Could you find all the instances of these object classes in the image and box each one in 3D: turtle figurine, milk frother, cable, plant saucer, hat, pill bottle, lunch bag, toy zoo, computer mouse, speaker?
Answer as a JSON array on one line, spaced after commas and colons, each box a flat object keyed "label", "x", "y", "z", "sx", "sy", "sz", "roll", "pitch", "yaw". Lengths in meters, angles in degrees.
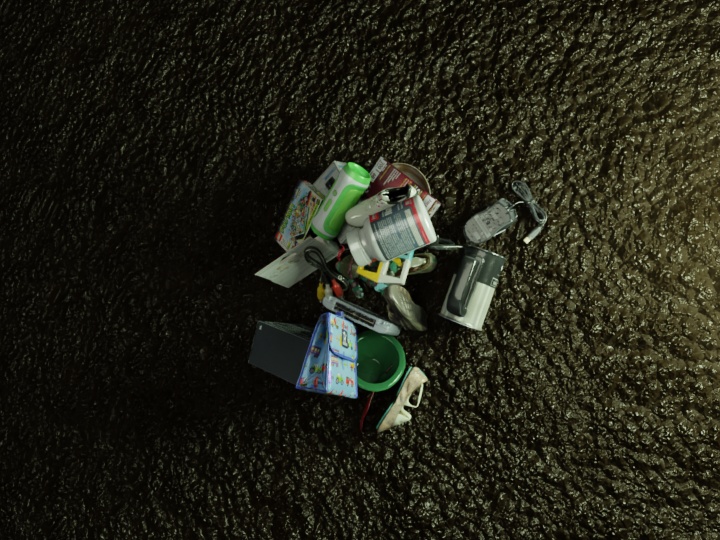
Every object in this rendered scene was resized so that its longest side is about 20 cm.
[{"label": "turtle figurine", "x": 0.000, "y": 0.000, "z": 1.465, "sx": 0.198, "sy": 0.100, "sz": 0.153, "roll": 13, "pitch": 94, "yaw": 41}, {"label": "milk frother", "x": 0.230, "y": 0.022, "z": 1.366, "sx": 0.198, "sy": 0.179, "sz": 0.191, "roll": 21, "pitch": 92, "yaw": 44}, {"label": "cable", "x": -0.091, "y": 0.016, "z": 1.495, "sx": 0.095, "sy": 0.202, "sz": 0.051, "roll": -8, "pitch": 47, "yaw": 10}, {"label": "plant saucer", "x": 0.100, "y": -0.191, "z": 1.502, "sx": 0.197, "sy": 0.032, "sz": 0.204, "roll": -2, "pitch": 84, "yaw": 21}, {"label": "hat", "x": 0.019, "y": 0.288, "z": 1.495, "sx": 0.165, "sy": 0.177, "sz": 0.200, "roll": 37, "pitch": 58, "yaw": 17}, {"label": "pill bottle", "x": 0.072, "y": -0.088, "z": 1.321, "sx": 0.197, "sy": 0.119, "sz": 0.121, "roll": -23, "pitch": 77, "yaw": 12}, {"label": "lunch bag", "x": -0.067, "y": 0.201, "z": 1.346, "sx": 0.093, "sy": 0.150, "sz": 0.204, "roll": 0, "pitch": 74, "yaw": 30}, {"label": "toy zoo", "x": 0.069, "y": -0.044, "z": 1.386, "sx": 0.129, "sy": 0.020, "sz": 0.203, "roll": 13, "pitch": 77, "yaw": 25}, {"label": "computer mouse", "x": 0.367, "y": -0.114, "z": 1.382, "sx": 0.199, "sy": 0.046, "sz": 0.141, "roll": -40, "pitch": 76, "yaw": 9}, {"label": "speaker", "x": -0.053, "y": -0.180, "z": 1.438, "sx": 0.088, "sy": 0.088, "sz": 0.201, "roll": 44, "pitch": 117, "yaw": 20}]

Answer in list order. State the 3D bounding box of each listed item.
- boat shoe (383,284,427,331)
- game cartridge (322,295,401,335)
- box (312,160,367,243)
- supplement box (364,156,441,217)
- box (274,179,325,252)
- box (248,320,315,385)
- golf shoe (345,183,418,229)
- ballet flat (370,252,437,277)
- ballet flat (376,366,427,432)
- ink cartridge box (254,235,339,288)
[{"label": "boat shoe", "x": 0.102, "y": 0.106, "z": 1.387, "sx": 0.072, "sy": 0.200, "sz": 0.075, "roll": -18, "pitch": 50, "yaw": 24}, {"label": "game cartridge", "x": 0.007, "y": 0.121, "z": 1.454, "sx": 0.198, "sy": 0.133, "sz": 0.041, "roll": 23, "pitch": 94, "yaw": 23}, {"label": "box", "x": -0.045, "y": -0.189, "z": 1.525, "sx": 0.116, "sy": 0.060, "sz": 0.202, "roll": -39, "pitch": 68, "yaw": 33}, {"label": "supplement box", "x": 0.103, "y": -0.197, "z": 1.453, "sx": 0.199, "sy": 0.061, "sz": 0.109, "roll": 40, "pitch": 100, "yaw": 19}, {"label": "box", "x": -0.170, "y": -0.144, "z": 1.569, "sx": 0.110, "sy": 0.034, "sz": 0.202, "roll": 42, "pitch": 118, "yaw": 29}, {"label": "box", "x": -0.155, "y": 0.221, "z": 1.461, "sx": 0.198, "sy": 0.197, "sz": 0.125, "roll": 15, "pitch": 90, "yaw": 34}, {"label": "golf shoe", "x": 0.048, "y": -0.169, "z": 1.376, "sx": 0.197, "sy": 0.092, "sz": 0.074, "roll": -18, "pitch": 60, "yaw": 11}, {"label": "ballet flat", "x": 0.106, "y": -0.015, "z": 1.465, "sx": 0.197, "sy": 0.062, "sz": 0.069, "roll": -14, "pitch": 80, "yaw": 21}, {"label": "ballet flat", "x": 0.112, "y": 0.350, "z": 1.428, "sx": 0.067, "sy": 0.068, "sz": 0.202, "roll": 30, "pitch": 98, "yaw": 14}, {"label": "ink cartridge box", "x": -0.177, "y": -0.034, "z": 1.522, "sx": 0.198, "sy": 0.173, "sz": 0.044, "roll": -32, "pitch": 63, "yaw": 16}]
